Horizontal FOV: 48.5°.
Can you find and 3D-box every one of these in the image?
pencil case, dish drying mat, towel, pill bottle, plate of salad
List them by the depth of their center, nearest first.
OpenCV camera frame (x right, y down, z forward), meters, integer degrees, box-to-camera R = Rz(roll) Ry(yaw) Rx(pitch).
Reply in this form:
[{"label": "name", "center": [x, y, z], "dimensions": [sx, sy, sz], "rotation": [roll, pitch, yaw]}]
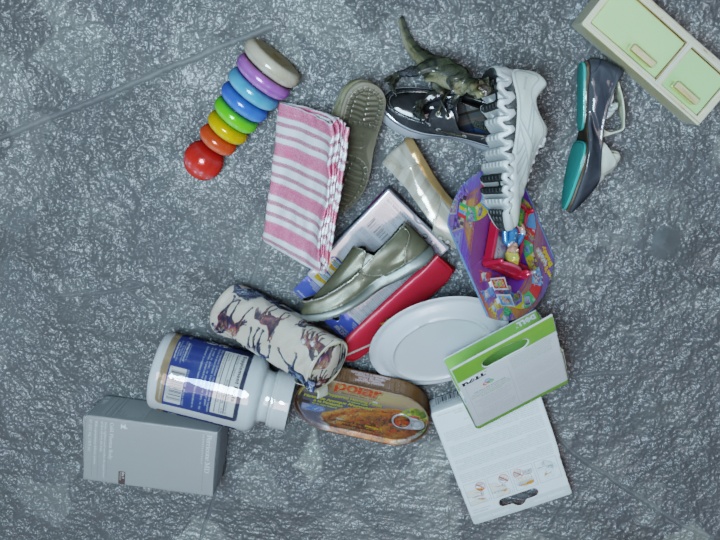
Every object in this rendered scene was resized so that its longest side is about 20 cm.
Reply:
[{"label": "towel", "center": [-0.080, -0.111, 1.052], "dimensions": [0.030, 0.146, 0.203], "rotation": [-3, 110, -38]}, {"label": "pencil case", "center": [-0.116, 0.093, 1.095], "dimensions": [0.198, 0.077, 0.091], "rotation": [27, 105, 26]}, {"label": "plate of salad", "center": [0.107, 0.093, 1.106], "dimensions": [0.197, 0.048, 0.202], "rotation": [-7, 139, -6]}, {"label": "dish drying mat", "center": [0.047, 0.057, 1.110], "dimensions": [0.200, 0.077, 0.018], "rotation": [-42, 63, 11]}, {"label": "pill bottle", "center": [-0.194, 0.164, 1.138], "dimensions": [0.197, 0.111, 0.113], "rotation": [14, 105, -1]}]

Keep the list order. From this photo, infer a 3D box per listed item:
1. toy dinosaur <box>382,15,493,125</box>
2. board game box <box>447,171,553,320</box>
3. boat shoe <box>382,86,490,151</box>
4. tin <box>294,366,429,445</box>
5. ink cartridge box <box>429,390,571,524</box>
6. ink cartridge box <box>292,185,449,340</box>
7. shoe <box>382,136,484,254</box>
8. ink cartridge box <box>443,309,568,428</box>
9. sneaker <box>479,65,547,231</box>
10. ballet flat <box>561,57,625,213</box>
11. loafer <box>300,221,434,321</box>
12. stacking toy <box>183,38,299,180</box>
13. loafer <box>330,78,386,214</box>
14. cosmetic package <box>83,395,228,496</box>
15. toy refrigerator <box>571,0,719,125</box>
[{"label": "toy dinosaur", "center": [0.083, -0.241, 0.997], "dimensions": [0.088, 0.047, 0.200], "rotation": [-44, 55, 0]}, {"label": "board game box", "center": [0.201, -0.037, 1.051], "dimensions": [0.157, 0.039, 0.202], "rotation": [-33, 105, -32]}, {"label": "boat shoe", "center": [0.122, -0.201, 1.035], "dimensions": [0.197, 0.066, 0.071], "rotation": [18, 73, -4]}, {"label": "tin", "center": [0.004, 0.194, 1.154], "dimensions": [0.197, 0.042, 0.113], "rotation": [13, 134, -1]}, {"label": "ink cartridge box", "center": [0.208, 0.260, 1.180], "dimensions": [0.158, 0.047, 0.202], "rotation": [-20, 107, 7]}, {"label": "ink cartridge box", "center": [0.013, -0.006, 1.119], "dimensions": [0.119, 0.042, 0.200], "rotation": [43, 101, -10]}, {"label": "shoe", "center": [0.101, -0.084, 1.078], "dimensions": [0.053, 0.070, 0.201], "rotation": [-33, 92, 2]}, {"label": "ink cartridge box", "center": [0.185, 0.111, 1.046], "dimensions": [0.146, 0.076, 0.201], "rotation": [-28, 144, 2]}, {"label": "sneaker", "center": [0.194, -0.149, 0.988], "dimensions": [0.080, 0.075, 0.203], "rotation": [-4, 101, -16]}, {"label": "ballet flat", "center": [0.310, -0.173, 1.045], "dimensions": [0.072, 0.073, 0.203], "rotation": [5, 103, 2]}, {"label": "loafer", "center": [0.000, 0.000, 1.070], "dimensions": [0.198, 0.075, 0.070], "rotation": [-30, 98, 0]}, {"label": "stacking toy", "center": [-0.169, -0.202, 1.058], "dimensions": [0.085, 0.085, 0.201], "rotation": [38, 107, -7]}, {"label": "loafer", "center": [-0.017, -0.165, 1.066], "dimensions": [0.075, 0.069, 0.202], "rotation": [15, 122, -16]}, {"label": "cosmetic package", "center": [-0.299, 0.258, 1.183], "dimensions": [0.197, 0.090, 0.109], "rotation": [6, 102, 5]}, {"label": "toy refrigerator", "center": [0.372, -0.278, 1.012], "dimensions": [0.199, 0.070, 0.076], "rotation": [38, 103, -8]}]
